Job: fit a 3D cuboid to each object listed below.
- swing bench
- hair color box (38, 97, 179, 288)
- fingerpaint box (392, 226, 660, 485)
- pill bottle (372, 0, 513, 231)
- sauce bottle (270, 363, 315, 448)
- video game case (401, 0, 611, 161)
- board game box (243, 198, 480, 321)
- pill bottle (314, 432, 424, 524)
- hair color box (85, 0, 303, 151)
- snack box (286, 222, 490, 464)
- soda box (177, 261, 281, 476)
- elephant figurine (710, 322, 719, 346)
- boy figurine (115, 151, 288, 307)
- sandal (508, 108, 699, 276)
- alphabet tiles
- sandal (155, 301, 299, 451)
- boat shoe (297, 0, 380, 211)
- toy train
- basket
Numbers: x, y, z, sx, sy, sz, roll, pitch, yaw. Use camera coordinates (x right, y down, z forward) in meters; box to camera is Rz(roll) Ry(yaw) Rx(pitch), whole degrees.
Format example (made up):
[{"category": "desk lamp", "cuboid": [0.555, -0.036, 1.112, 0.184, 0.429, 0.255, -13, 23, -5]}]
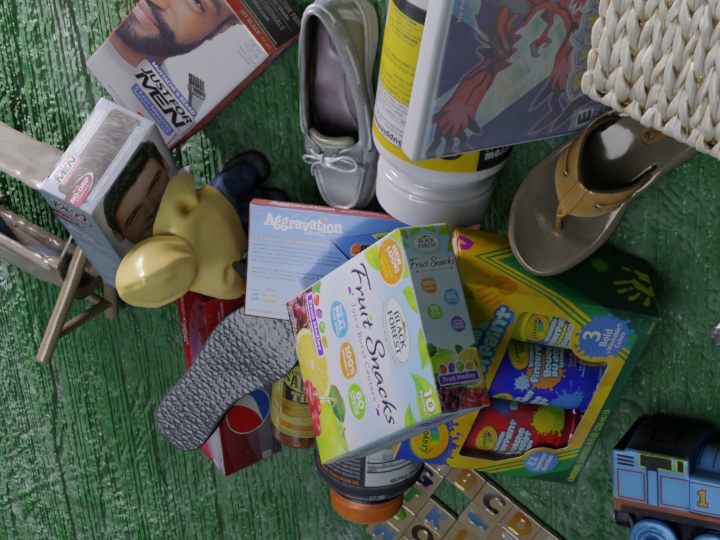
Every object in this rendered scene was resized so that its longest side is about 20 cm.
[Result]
[{"category": "swing bench", "cuboid": [-0.334, -0.053, 1.506, 0.198, 0.130, 0.202, 29, 125, 17]}, {"category": "hair color box", "cuboid": [-0.207, -0.056, 1.370, 0.060, 0.100, 0.200, 26, 162, 19]}, {"category": "fingerpaint box", "cuboid": [0.128, 0.075, 1.248, 0.165, 0.074, 0.201, 10, 129, -12]}, {"category": "pill bottle", "cuboid": [0.069, -0.139, 1.179, 0.113, 0.114, 0.202, 23, 129, 21]}, {"category": "sauce bottle", "cuboid": [-0.050, 0.073, 1.426, 0.065, 0.066, 0.202, 20, 128, 22]}, {"category": "video game case", "cuboid": [0.125, -0.177, 1.083, 0.023, 0.180, 0.202, 51, 143, 41]}, {"category": "board game box", "cuboid": [0.000, 0.000, 1.316, 0.197, 0.019, 0.104, 7, 109, 7]}, {"category": "pill bottle", "cuboid": [0.010, 0.134, 1.396, 0.105, 0.106, 0.202, 20, 127, 23]}, {"category": "hair color box", "cuboid": [-0.144, -0.193, 1.315, 0.111, 0.064, 0.200, 52, 138, -3]}, {"category": "snack box", "cuboid": [0.016, 0.062, 1.209, 0.200, 0.052, 0.144, -32, 69, 57]}, {"category": "soda box", "cuboid": [-0.127, 0.093, 1.478, 0.063, 0.069, 0.202, 36, 138, 49]}, {"category": "elephant figurine", "cuboid": [0.377, 0.099, 1.119, 0.155, 0.141, 0.201, 34, 156, 51]}, {"category": "boy figurine", "cuboid": [-0.136, -0.024, 1.335, 0.064, 0.200, 0.125, -18, 110, 39]}, {"category": "sandal", "cuboid": [0.184, -0.075, 1.135, 0.200, 0.054, 0.081, -40, 81, 20]}, {"category": "alphabet tiles", "cuboid": [0.113, 0.269, 1.478, 0.199, 0.008, 0.168, 39, 132, 9]}, {"category": "sandal", "cuboid": [-0.117, 0.087, 1.403, 0.076, 0.043, 0.200, 48, 119, -3]}, {"category": "boat shoe", "cuboid": [-0.022, -0.136, 1.277, 0.074, 0.065, 0.204, 18, 126, 24]}, {"category": "toy train", "cuboid": [0.299, 0.190, 1.250, 0.198, 0.087, 0.116, 8, 116, 31]}, {"category": "basket", "cuboid": [0.257, -0.190, 0.962, 0.160, 0.200, 0.200, 24, 128, 23]}]
